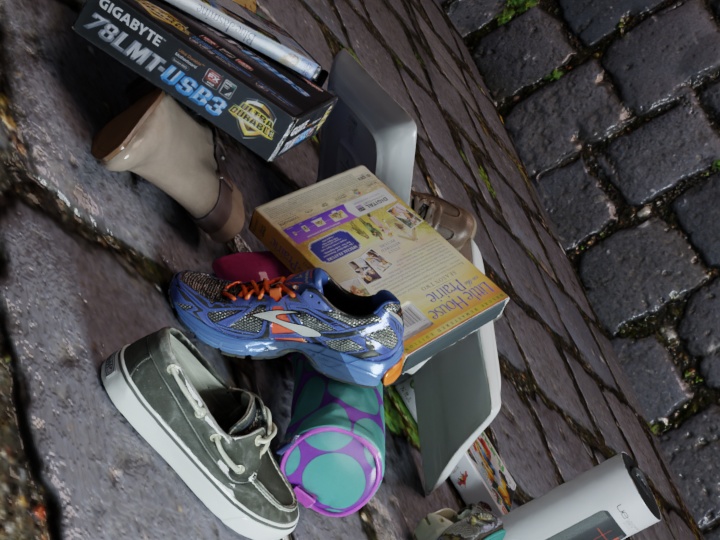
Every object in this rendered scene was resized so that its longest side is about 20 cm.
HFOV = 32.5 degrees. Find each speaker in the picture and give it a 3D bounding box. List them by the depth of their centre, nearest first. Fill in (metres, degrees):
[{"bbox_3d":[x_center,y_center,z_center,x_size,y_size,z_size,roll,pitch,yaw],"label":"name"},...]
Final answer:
[{"bbox_3d":[0.211,0.269,1.297,0.081,0.200,0.081,52,17,-23],"label":"speaker"}]

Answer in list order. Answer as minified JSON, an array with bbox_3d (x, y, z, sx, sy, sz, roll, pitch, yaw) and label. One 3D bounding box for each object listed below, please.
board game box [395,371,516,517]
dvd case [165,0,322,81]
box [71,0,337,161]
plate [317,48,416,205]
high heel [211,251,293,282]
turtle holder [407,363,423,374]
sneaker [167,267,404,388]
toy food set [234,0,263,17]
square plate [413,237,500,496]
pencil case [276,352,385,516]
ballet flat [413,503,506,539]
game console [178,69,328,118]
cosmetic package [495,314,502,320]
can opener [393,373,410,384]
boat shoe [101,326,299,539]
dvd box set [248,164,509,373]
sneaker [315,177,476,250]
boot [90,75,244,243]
[{"bbox_3d":[0.114,0.195,1.439,0.201,0.035,0.126,59,15,-3],"label":"board game box"},{"bbox_3d":[-0.138,-0.245,1.145,0.199,0.018,0.143,24,14,-28],"label":"dvd case"},{"bbox_3d":[-0.127,-0.178,1.078,0.200,0.050,0.199,34,16,1],"label":"box"},{"bbox_3d":[-0.003,-0.109,1.323,0.200,0.032,0.201,-126,-145,-50],"label":"plate"},{"bbox_3d":[-0.084,-0.015,1.151,0.096,0.067,0.200,45,14,-15],"label":"high heel"},{"bbox_3d":[0.021,0.037,1.197,0.132,0.141,0.186,43,31,0],"label":"turtle holder"},{"bbox_3d":[-0.056,0.028,0.991,0.199,0.079,0.075,13,27,-5],"label":"sneaker"},{"bbox_3d":[-0.140,-0.292,1.508,0.198,0.049,0.200,54,16,-20],"label":"toy food set"},{"bbox_3d":[0.098,0.102,1.266,0.028,0.200,0.199,5,56,-15],"label":"square plate"},{"bbox_3d":[-0.025,0.112,1.039,0.085,0.092,0.200,51,19,-22],"label":"pencil case"},{"bbox_3d":[0.086,0.265,1.196,0.072,0.072,0.200,62,15,11],"label":"ballet flat"},{"bbox_3d":[-0.135,-0.225,1.269,0.171,0.118,0.200,56,15,-15],"label":"game console"},{"bbox_3d":[0.096,0.044,1.536,0.071,0.105,0.200,62,14,17],"label":"cosmetic package"},{"bbox_3d":[0.017,0.031,1.393,0.053,0.066,0.201,36,32,-58],"label":"can opener"},{"bbox_3d":[-0.094,0.118,0.865,0.200,0.064,0.071,50,18,-32],"label":"boat shoe"},{"bbox_3d":[0.017,-0.007,1.108,0.200,0.029,0.146,43,45,22],"label":"dvd box set"},{"bbox_3d":[0.037,-0.070,1.458,0.076,0.199,0.071,39,66,-71],"label":"sneaker"},{"bbox_3d":[-0.153,-0.084,1.049,0.146,0.070,0.200,55,16,-23],"label":"boot"}]
